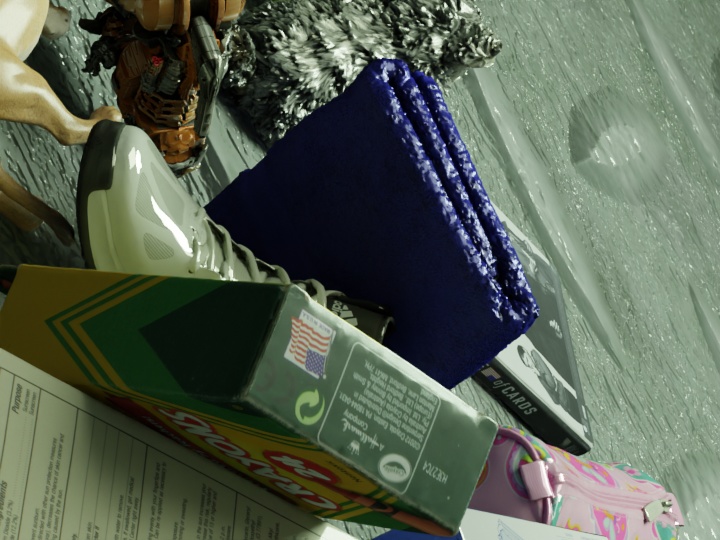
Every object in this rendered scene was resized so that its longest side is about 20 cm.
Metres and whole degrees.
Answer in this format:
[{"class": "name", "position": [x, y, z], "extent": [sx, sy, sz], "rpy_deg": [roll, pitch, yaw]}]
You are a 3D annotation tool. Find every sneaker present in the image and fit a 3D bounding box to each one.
[{"class": "sneaker", "position": [-0.047, 0.003, 1.315], "extent": [0.201, 0.115, 0.076], "rpy_deg": [65, 28, -44]}]

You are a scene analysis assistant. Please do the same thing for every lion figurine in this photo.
[{"class": "lion figurine", "position": [-0.166, -0.115, 1.311], "extent": [0.122, 0.072, 0.200], "rpy_deg": [37, 35, -42]}]

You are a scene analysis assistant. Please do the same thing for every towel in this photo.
[{"class": "towel", "position": [0.000, 0.000, 1.388], "extent": [0.049, 0.200, 0.148], "rpy_deg": [-22, 80, -38]}]

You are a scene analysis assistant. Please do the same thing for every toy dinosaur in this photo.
[{"class": "toy dinosaur", "position": [-0.089, -0.142, 1.408], "extent": [0.102, 0.200, 0.136], "rpy_deg": [10, 31, -37]}]

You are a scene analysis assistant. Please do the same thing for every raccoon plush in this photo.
[{"class": "raccoon plush", "position": [-0.008, -0.122, 1.598], "extent": [0.097, 0.134, 0.200], "rpy_deg": [66, 21, 5]}]

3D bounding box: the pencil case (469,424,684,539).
[{"class": "pencil case", "position": [0.112, 0.138, 1.645], "extent": [0.200, 0.087, 0.088], "rpy_deg": [20, 46, -60]}]

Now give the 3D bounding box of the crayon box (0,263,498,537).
[{"class": "crayon box", "position": [-0.061, 0.049, 1.147], "extent": [0.127, 0.200, 0.051], "rpy_deg": [35, 70, -38]}]

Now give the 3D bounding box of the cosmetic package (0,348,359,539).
[{"class": "cosmetic package", "position": [-0.092, 0.121, 1.112], "extent": [0.200, 0.073, 0.104], "rpy_deg": [31, 45, -28]}]

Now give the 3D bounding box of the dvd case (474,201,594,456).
[{"class": "dvd case", "position": [0.076, 0.010, 1.796], "extent": [0.200, 0.025, 0.151], "rpy_deg": [42, 29, -42]}]

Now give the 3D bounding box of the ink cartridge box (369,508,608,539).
[{"class": "ink cartridge box", "position": [0.055, 0.163, 1.464], "extent": [0.200, 0.094, 0.044], "rpy_deg": [18, 48, -61]}]
